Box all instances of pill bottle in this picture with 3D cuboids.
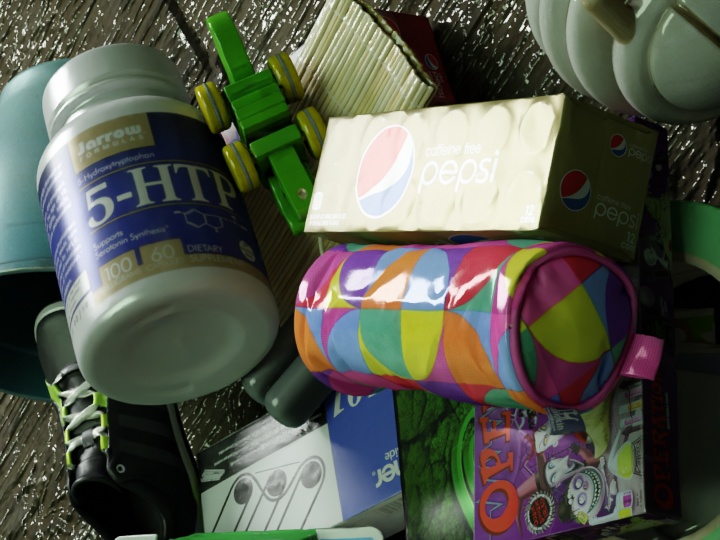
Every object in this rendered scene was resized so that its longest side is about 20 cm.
[{"bbox_3d":[-0.128,-0.033,1.127,0.120,0.119,0.201,-48,47,35],"label":"pill bottle"}]

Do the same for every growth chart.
[{"bbox_3d":[0.148,0.078,1.006,0.200,0.018,0.145,15,97,50],"label":"growth chart"}]

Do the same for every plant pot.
[{"bbox_3d":[-0.188,-0.034,1.300,0.200,0.200,0.189,-32,47,44],"label":"plant pot"}]

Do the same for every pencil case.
[{"bbox_3d":[0.049,0.028,0.921,0.200,0.088,0.089,5,90,56],"label":"pencil case"}]

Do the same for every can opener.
[{"bbox_3d":[0.000,0.000,1.116,0.200,0.066,0.053,-53,44,1],"label":"can opener"}]

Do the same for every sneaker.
[{"bbox_3d":[-0.150,0.108,1.169,0.072,0.083,0.201,-31,84,23],"label":"sneaker"}]

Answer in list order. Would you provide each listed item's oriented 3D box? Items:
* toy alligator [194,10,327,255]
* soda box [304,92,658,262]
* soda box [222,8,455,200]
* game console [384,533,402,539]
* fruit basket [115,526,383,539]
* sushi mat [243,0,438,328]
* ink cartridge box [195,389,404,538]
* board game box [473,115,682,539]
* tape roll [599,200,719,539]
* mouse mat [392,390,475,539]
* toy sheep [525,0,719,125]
[{"bbox_3d":[-0.044,-0.060,1.106,0.054,0.059,0.201,85,160,-71],"label":"toy alligator"},{"bbox_3d":[0.056,-0.044,0.957,0.200,0.064,0.068,1,77,55],"label":"soda box"},{"bbox_3d":[-0.033,-0.087,1.197,0.200,0.070,0.064,-36,62,42],"label":"soda box"},{"bbox_3d":[-0.046,0.242,1.150,0.117,0.175,0.200,95,151,-48],"label":"game console"},{"bbox_3d":[-0.062,0.248,1.070,0.185,0.094,0.201,-6,83,31],"label":"fruit basket"},{"bbox_3d":[-0.027,-0.066,1.132,0.096,0.012,0.200,51,128,27],"label":"sushi mat"},{"bbox_3d":[-0.011,0.116,1.128,0.200,0.044,0.094,-31,52,29],"label":"ink cartridge box"},{"bbox_3d":[0.104,0.035,0.937,0.120,0.032,0.201,-28,54,51],"label":"board game box"},{"bbox_3d":[0.159,0.067,0.942,0.200,0.048,0.201,-13,73,48],"label":"tape roll"},{"bbox_3d":[0.069,0.062,1.001,0.161,0.008,0.201,-36,49,41],"label":"mouse mat"},{"bbox_3d":[0.146,-0.138,0.941,0.138,0.137,0.200,-61,36,26],"label":"toy sheep"}]
